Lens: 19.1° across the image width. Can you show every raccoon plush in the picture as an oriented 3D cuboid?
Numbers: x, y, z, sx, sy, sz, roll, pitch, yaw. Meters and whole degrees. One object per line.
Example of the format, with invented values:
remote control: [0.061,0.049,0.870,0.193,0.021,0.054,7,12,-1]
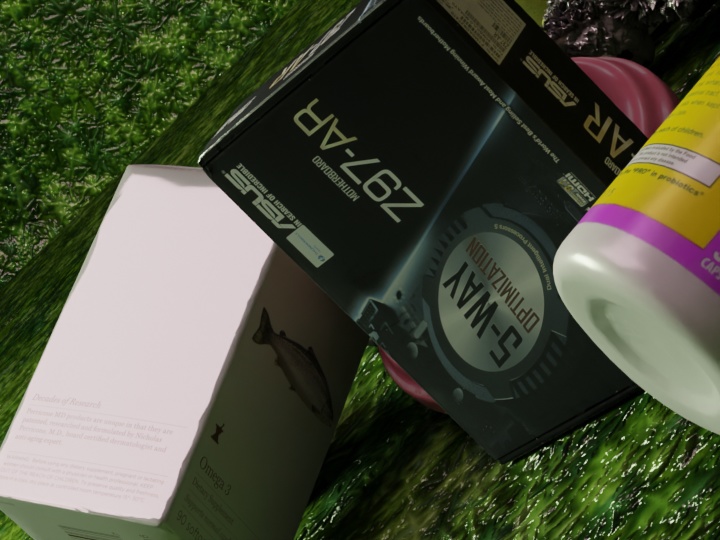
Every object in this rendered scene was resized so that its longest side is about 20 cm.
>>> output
raccoon plush: [0.142,-0.210,1.258,0.133,0.201,0.097,-15,8,29]

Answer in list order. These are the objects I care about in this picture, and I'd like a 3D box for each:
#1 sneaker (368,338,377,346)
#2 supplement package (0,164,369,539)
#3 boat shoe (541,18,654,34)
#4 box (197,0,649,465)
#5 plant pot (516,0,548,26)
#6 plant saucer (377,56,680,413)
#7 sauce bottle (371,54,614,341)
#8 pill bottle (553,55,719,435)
sneaker: [0.000,0.000,1.232,0.080,0.071,0.200,-63,-19,-3]
supplement package: [-0.086,0.060,1.108,0.117,0.117,0.201,5,61,31]
boat shoe: [0.152,-0.160,1.354,0.201,0.061,0.072,-47,12,-3]
box: [0.049,-0.024,0.910,0.160,0.200,0.044,-34,16,44]
plant pot: [0.077,-0.216,1.465,0.187,0.200,0.187,-44,12,12]
plant saucer: [0.073,-0.027,1.056,0.200,0.051,0.201,-34,36,29]
sauce bottle: [0.081,-0.028,1.159,0.200,0.065,0.065,-45,11,17]
pill bottle: [0.168,-0.042,0.784,0.200,0.104,0.104,-49,12,-12]
